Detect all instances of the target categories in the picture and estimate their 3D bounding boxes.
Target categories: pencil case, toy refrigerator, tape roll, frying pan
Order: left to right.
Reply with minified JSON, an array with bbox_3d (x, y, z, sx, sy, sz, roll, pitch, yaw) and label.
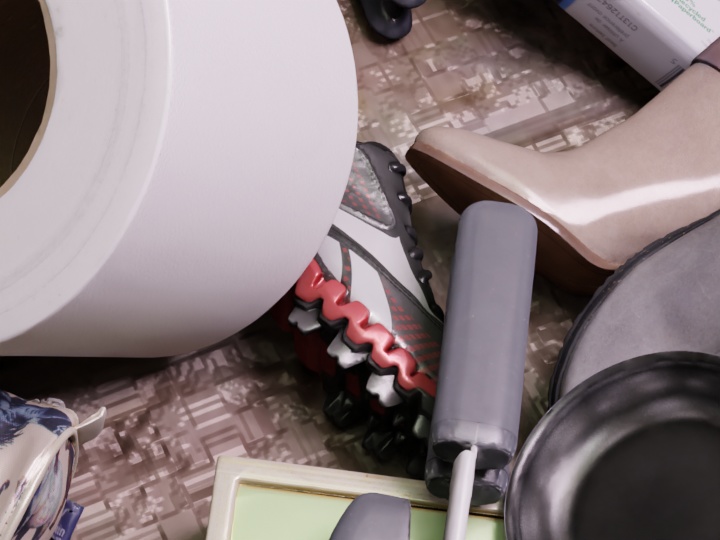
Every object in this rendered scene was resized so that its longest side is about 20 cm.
[{"bbox_3d":[-0.203,0.052,0.739,0.199,0.078,0.090,28,51,10],"label":"pencil case"},{"bbox_3d":[-0.119,-0.067,0.729,0.202,0.139,0.204,-1,87,29],"label":"tape roll"},{"bbox_3d":[0.037,0.129,0.724,0.199,0.070,0.076,8,57,-2],"label":"toy refrigerator"},{"bbox_3d":[0.126,0.100,0.658,0.115,0.031,0.190,-42,44,-3],"label":"frying pan"}]

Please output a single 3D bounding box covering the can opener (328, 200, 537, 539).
[{"bbox_3d":[0.031,0.060,0.698,0.066,0.053,0.201,13,55,2],"label":"can opener"}]

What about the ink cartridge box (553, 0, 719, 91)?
[{"bbox_3d":[0.166,-0.183,0.913,0.197,0.047,0.200,38,57,-7],"label":"ink cartridge box"}]

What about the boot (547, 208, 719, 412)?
[{"bbox_3d":[0.162,0.011,0.728,0.070,0.132,0.200,42,88,-15],"label":"boot"}]

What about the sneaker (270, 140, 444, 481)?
[{"bbox_3d":[0.000,0.000,0.798,0.098,0.071,0.200,-35,67,-22],"label":"sneaker"}]

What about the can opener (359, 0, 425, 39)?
[{"bbox_3d":[0.006,-0.207,0.932,0.078,0.064,0.201,-3,58,-9],"label":"can opener"}]

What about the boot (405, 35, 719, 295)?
[{"bbox_3d":[0.138,-0.050,0.825,0.200,0.070,0.147,35,81,-7],"label":"boot"}]
